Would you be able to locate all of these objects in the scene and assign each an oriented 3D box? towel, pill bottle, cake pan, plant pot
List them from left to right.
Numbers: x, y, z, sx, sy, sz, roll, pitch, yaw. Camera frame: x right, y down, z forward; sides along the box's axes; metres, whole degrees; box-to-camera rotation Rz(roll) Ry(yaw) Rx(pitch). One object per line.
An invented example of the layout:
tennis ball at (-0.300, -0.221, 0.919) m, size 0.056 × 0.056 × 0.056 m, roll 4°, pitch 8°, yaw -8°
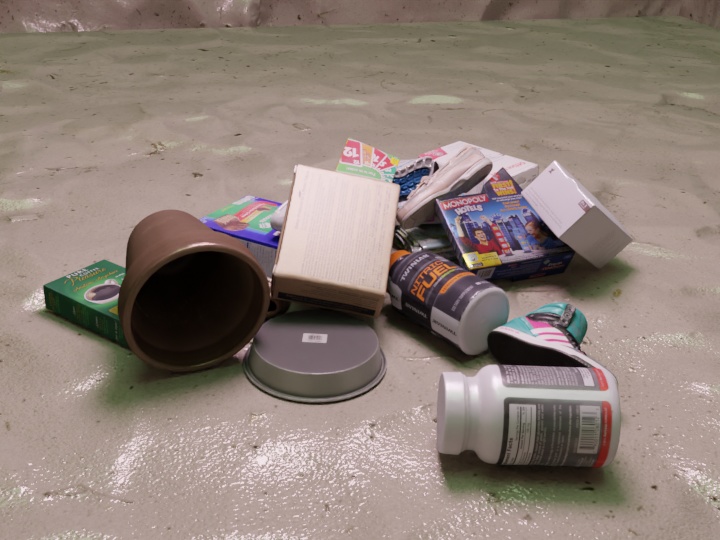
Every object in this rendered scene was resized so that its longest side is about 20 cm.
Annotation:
plant pot at (-0.241, 0.008, 1.249) m, size 0.199 × 0.201 × 0.175 m, roll -9°, pitch 35°, yaw -23°
cake pan at (-0.062, 0.110, 1.265) m, size 0.199 × 0.037 × 0.201 m, roll 2°, pitch 26°, yaw -1°
pill bottle at (0.114, 0.037, 1.351) m, size 0.106 × 0.107 × 0.200 m, roll -17°, pitch 32°, yaw -35°
towel at (0.147, -0.074, 1.645) m, size 0.199 × 0.048 × 0.171 m, roll -9°, pitch 29°, yaw -22°
pill bottle at (0.193, 0.169, 1.079) m, size 0.199 × 0.117 × 0.116 m, roll 3°, pitch 26°, yaw 0°

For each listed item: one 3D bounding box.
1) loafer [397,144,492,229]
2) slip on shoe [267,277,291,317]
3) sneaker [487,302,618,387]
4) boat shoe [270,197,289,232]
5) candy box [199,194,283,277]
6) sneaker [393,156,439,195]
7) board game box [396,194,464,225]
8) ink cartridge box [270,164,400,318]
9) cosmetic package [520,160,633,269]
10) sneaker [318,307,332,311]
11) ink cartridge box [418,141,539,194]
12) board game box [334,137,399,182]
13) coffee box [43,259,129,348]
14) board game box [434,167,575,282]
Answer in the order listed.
loafer at (0.133, -0.144, 1.570) m, size 0.200 × 0.072 × 0.063 m, roll -34°, pitch 68°, yaw -16°
slip on shoe at (-0.203, 0.034, 1.367) m, size 0.199 × 0.076 × 0.061 m, roll 13°, pitch 16°, yaw 5°
sneaker at (0.287, 0.107, 1.259) m, size 0.120 × 0.084 × 0.199 m, roll -31°, pitch 39°, yaw -34°
boat shoe at (-0.088, -0.108, 1.508) m, size 0.068 × 0.072 × 0.200 m, roll 13°, pitch 35°, yaw 15°
candy box at (-0.152, -0.051, 1.537) m, size 0.199 × 0.077 × 0.169 m, roll 16°, pitch 27°, yaw 22°
sneaker at (0.039, -0.156, 1.616) m, size 0.199 × 0.075 × 0.086 m, roll -13°, pitch 15°, yaw -35°
board game box at (0.087, -0.123, 1.653) m, size 0.199 × 0.034 × 0.135 m, roll -2°, pitch 25°, yaw -9°
ink cartridge box at (-0.035, -0.044, 1.353) m, size 0.164 × 0.075 × 0.201 m, roll 11°, pitch 59°, yaw -3°
cosmetic package at (0.359, -0.088, 1.515) m, size 0.200 × 0.081 × 0.113 m, roll 24°, pitch 27°, yaw -51°
sneaker at (0.000, 0.000, 1.460) m, size 0.115 × 0.075 × 0.201 m, roll 32°, pitch 47°, yaw -21°
ink cartridge box at (0.233, -0.183, 1.829) m, size 0.199 × 0.085 × 0.145 m, roll 22°, pitch 32°, yaw 38°
board game box at (-0.004, -0.130, 1.488) m, size 0.095 × 0.030 × 0.201 m, roll 22°, pitch 50°, yaw -3°
coffee box at (-0.356, 0.047, 1.357) m, size 0.199 × 0.044 × 0.123 m, roll 19°, pitch 31°, yaw 28°
board game box at (0.227, -0.077, 1.549) m, size 0.199 × 0.062 × 0.201 m, roll -8°, pitch 55°, yaw -20°
